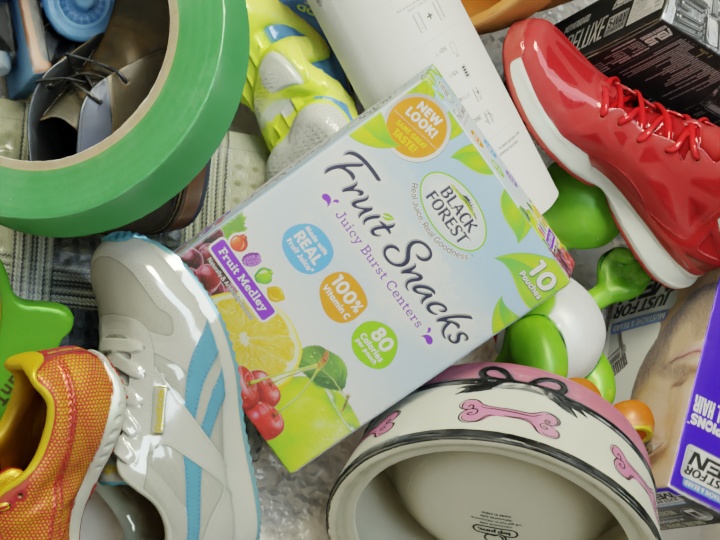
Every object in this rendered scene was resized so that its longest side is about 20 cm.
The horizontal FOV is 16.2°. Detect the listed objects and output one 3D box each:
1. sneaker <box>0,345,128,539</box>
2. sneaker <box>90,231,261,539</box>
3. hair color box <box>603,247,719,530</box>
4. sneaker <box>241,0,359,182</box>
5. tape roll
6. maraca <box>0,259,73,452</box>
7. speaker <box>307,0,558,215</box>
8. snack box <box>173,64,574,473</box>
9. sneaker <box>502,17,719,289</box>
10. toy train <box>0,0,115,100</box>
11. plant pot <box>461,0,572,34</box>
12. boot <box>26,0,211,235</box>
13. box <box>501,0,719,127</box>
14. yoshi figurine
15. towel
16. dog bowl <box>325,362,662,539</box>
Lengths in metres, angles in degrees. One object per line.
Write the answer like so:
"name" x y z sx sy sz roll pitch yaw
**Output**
"sneaker" -0.186 0.136 1.373 0.077 0.073 0.202 4 101 -39
"sneaker" -0.115 0.078 1.405 0.080 0.076 0.201 -22 102 -38
"hair color box" 0.203 0.059 1.589 0.065 0.109 0.201 25 68 -26
"sneaker" -0.020 -0.101 1.509 0.105 0.076 0.201 -26 84 -50
"tape roll" -0.159 -0.120 1.356 0.199 0.048 0.202 -3 78 14
"maraca" -0.247 0.026 1.370 0.200 0.107 0.137 37 98 -20
"speaker" 0.038 -0.110 1.469 0.081 0.081 0.201 -37 106 -28
"snack box" 0.000 0.000 1.433 0.199 0.053 0.143 -35 98 14
"sneaker" 0.180 -0.087 1.501 0.200 0.115 0.079 47 40 -23
"toy train" -0.209 -0.194 1.458 0.113 0.087 0.202 -10 85 -19
"plant pot" 0.085 -0.238 1.558 0.140 0.199 0.202 1 76 -55
"boot" -0.130 -0.111 1.399 0.097 0.074 0.202 -16 114 -47
"box" 0.200 -0.110 1.575 0.157 0.200 0.050 28 67 -19
"yoshi figurine" 0.131 0.006 1.547 0.111 0.113 0.201 -5 60 -12
"towel" -0.143 0.004 1.478 0.191 0.035 0.202 7 77 -22
"dog bowl" 0.083 0.134 1.473 0.199 0.200 0.074 31 46 -17
